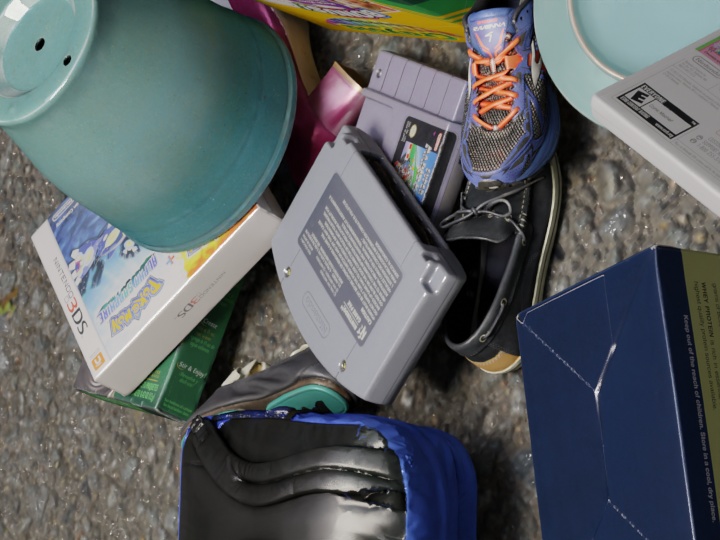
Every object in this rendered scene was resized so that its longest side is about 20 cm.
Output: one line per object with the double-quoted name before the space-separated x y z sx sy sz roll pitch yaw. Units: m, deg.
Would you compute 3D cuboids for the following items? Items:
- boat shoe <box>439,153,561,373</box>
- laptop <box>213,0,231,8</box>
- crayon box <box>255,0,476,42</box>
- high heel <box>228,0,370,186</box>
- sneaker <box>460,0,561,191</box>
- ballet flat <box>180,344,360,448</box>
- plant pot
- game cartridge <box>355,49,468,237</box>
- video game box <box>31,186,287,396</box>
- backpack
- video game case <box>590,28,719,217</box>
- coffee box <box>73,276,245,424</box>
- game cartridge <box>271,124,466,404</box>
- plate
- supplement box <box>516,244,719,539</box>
"boat shoe" 0.095 -0.029 1.525 0.075 0.062 0.200 -1 79 47
"laptop" -0.208 -0.236 1.840 0.200 0.116 0.188 -14 72 43
"crayon box" -0.011 -0.219 1.594 0.200 0.172 0.058 12 87 46
"high heel" -0.071 -0.158 1.721 0.096 0.067 0.200 -51 62 14
"sneaker" 0.098 -0.147 1.501 0.075 0.078 0.200 -7 62 29
"ballet flat" -0.064 0.097 1.663 0.200 0.073 0.073 -26 63 46
"plant pot" -0.183 -0.139 1.625 0.200 0.188 0.200 -18 59 34
"game cartridge" 0.023 -0.058 1.611 0.130 0.038 0.200 29 103 59
"video game box" -0.164 -0.031 1.723 0.200 0.047 0.182 -46 48 15
"backpack" -0.010 0.172 1.511 0.200 0.168 0.163 -6 85 40
"video game case" 0.271 -0.086 1.292 0.200 0.182 0.022 44 153 39
"coffee box" -0.154 0.017 1.754 0.123 0.044 0.200 11 77 47
"game cartridge" 0.000 0.000 1.566 0.133 0.041 0.200 -63 36 26
"plate" 0.205 -0.186 1.428 0.200 0.026 0.201 -4 80 25
"supplement box" 0.218 0.107 1.254 0.134 0.200 0.200 -30 60 53
